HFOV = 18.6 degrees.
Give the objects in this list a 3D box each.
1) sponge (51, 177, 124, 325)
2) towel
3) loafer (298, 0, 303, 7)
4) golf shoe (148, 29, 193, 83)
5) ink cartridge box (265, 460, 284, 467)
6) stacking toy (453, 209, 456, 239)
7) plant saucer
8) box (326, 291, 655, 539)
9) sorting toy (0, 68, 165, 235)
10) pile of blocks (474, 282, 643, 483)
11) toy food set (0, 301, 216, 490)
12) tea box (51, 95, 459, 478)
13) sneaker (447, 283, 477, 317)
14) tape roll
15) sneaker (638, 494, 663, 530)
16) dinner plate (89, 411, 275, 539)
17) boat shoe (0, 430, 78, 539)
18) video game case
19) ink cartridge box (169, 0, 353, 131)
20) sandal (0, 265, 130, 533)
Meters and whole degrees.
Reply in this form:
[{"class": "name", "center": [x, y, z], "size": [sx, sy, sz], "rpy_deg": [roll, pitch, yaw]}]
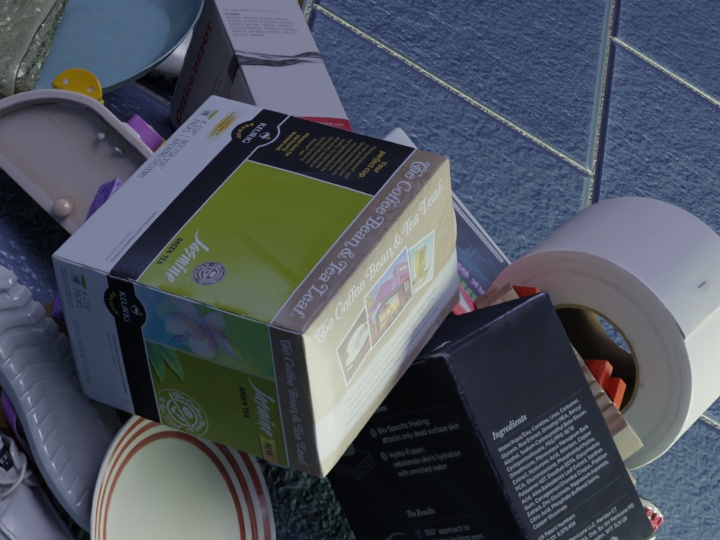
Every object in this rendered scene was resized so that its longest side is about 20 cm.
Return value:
[{"class": "sponge", "center": [-0.125, 0.032, 1.600], "size": [0.200, 0.030, 0.112], "rpy_deg": [35, 56, -29]}, {"class": "towel", "center": [-0.311, -0.208, 1.762], "size": [0.148, 0.037, 0.200], "rpy_deg": [10, 43, 4]}, {"class": "loafer", "center": [-0.132, -0.282, 2.003], "size": [0.200, 0.071, 0.073], "rpy_deg": [13, 45, -32]}, {"class": "golf shoe", "center": [-0.200, -0.243, 1.895], "size": [0.200, 0.088, 0.077], "rpy_deg": [42, 36, 0]}, {"class": "ink cartridge box", "center": [-0.028, 0.091, 1.761], "size": [0.161, 0.050, 0.200], "rpy_deg": [14, 26, -30]}, {"class": "stacking toy", "center": [0.000, 0.000, 1.721], "size": [0.146, 0.200, 0.147], "rpy_deg": [0, 67, 1]}, {"class": "plant saucer", "center": [-0.220, -0.196, 1.806], "size": [0.200, 0.039, 0.201], "rpy_deg": [-8, 43, 8]}, {"class": "box", "center": [0.079, 0.140, 1.601], "size": [0.117, 0.197, 0.200], "rpy_deg": [-29, 97, -36]}, {"class": "sorting toy", "center": [-0.183, -0.072, 1.724], "size": [0.200, 0.107, 0.180], "rpy_deg": [43, 7, 11]}, {"class": "pile of blocks", "center": [0.171, 0.085, 1.772], "size": [0.200, 0.062, 0.082], "rpy_deg": [55, 6, 14]}, {"class": "toy food set", "center": [-0.175, 0.106, 1.602], "size": [0.198, 0.049, 0.200], "rpy_deg": [36, 37, -7]}, {"class": "tea box", "center": [-0.064, 0.006, 1.484], "size": [0.196, 0.134, 0.200], "rpy_deg": [16, 45, 26]}, {"class": "sneaker", "center": [0.084, 0.061, 1.790], "size": [0.087, 0.074, 0.200], "rpy_deg": [32, 30, -52]}, {"class": "tape roll", "center": [0.215, 0.053, 1.864], "size": [0.203, 0.203, 0.139], "rpy_deg": [47, 38, 8]}, {"class": "sneaker", "center": [0.161, 0.177, 1.794], "size": [0.200, 0.081, 0.075], "rpy_deg": [20, 40, -24]}, {"class": "dinner plate", "center": [-0.126, 0.188, 1.523], "size": [0.200, 0.024, 0.201], "rpy_deg": [19, 66, -51]}, {"class": "boat shoe", "center": [-0.255, 0.139, 1.485], "size": [0.200, 0.066, 0.072], "rpy_deg": [46, 39, 6]}, {"class": "video game case", "center": [0.053, -0.013, 1.909], "size": [0.200, 0.023, 0.182], "rpy_deg": [51, 37, -3]}, {"class": "ink cartridge box", "center": [-0.079, -0.109, 1.794], "size": [0.083, 0.147, 0.200], "rpy_deg": [-2, 48, -24]}, {"class": "sandal", "center": [-0.220, 0.088, 1.505], "size": [0.082, 0.050, 0.203], "rpy_deg": [-30, 94, -51]}]
